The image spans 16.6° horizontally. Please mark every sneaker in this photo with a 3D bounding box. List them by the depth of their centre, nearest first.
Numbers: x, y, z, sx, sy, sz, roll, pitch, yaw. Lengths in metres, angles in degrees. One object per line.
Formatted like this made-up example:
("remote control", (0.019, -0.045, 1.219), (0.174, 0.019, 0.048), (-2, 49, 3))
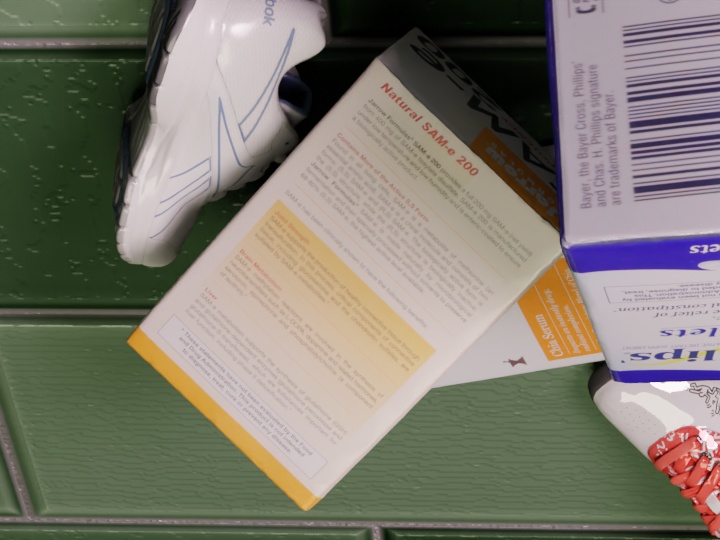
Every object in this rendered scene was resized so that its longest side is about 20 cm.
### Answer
("sneaker", (-0.072, -0.065, 1.203), (0.087, 0.075, 0.200), (8, 144, -13))
("sneaker", (0.215, 0.126, 1.395), (0.201, 0.108, 0.067), (27, 137, -27))

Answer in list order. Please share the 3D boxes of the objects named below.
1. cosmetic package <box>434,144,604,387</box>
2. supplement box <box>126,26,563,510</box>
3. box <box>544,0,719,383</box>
("cosmetic package", (0.051, 0.002, 1.278), (0.199, 0.072, 0.102), (-10, 141, 19))
("supplement box", (0.000, 0.000, 1.190), (0.126, 0.074, 0.200), (44, 114, -1))
("box", (0.141, -0.065, 1.048), (0.104, 0.185, 0.200), (-5, 160, 11))
